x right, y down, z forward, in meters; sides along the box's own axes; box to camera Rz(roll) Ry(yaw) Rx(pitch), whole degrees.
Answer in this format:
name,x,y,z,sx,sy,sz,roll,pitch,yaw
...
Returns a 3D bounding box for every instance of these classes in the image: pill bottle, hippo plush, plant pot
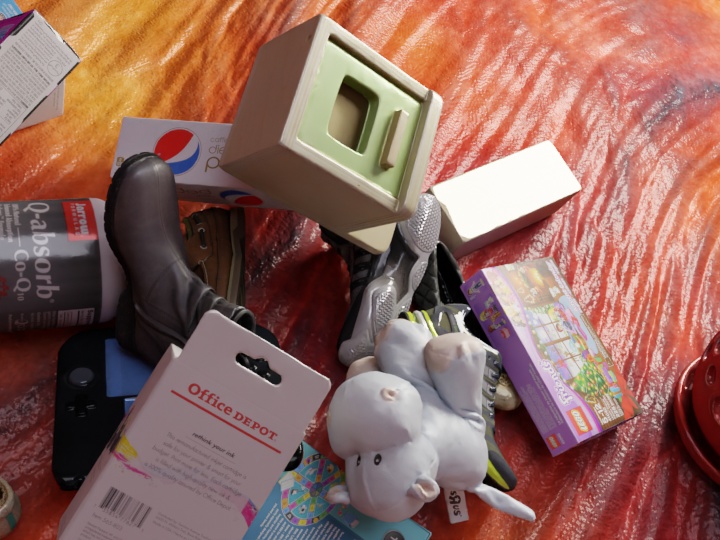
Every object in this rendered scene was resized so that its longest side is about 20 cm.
name,x,y,z,sx,sy,sz,roll,pitch,yaw
pill bottle,-0.277,-0.006,0.791,0.199,0.116,0.116,-5,60,-24
hippo plush,0.025,0.151,0.759,0.161,0.159,0.201,-17,93,-53
plant pot,0.446,0.136,0.934,0.200,0.183,0.201,10,55,-15

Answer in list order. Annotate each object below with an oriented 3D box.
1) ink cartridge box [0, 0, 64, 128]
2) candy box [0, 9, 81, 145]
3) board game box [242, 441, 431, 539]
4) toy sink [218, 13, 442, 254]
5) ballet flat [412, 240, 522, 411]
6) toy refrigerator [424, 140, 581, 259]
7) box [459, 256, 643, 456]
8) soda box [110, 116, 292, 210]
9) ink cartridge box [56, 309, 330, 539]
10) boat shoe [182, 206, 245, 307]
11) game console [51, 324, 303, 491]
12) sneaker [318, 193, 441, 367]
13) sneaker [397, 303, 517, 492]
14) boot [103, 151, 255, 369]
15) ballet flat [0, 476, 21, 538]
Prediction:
name,x,y,z,sx,sy,sz,roll,pitch,yaw
ink cartridge box,-0.414,-0.186,0.877,0.200,0.068,0.115,-27,72,-34
candy box,-0.349,-0.131,0.762,0.200,0.136,0.061,-54,125,-20
board game box,-0.060,0.234,0.759,0.200,0.047,0.151,36,52,4
toy sink,-0.004,-0.115,0.805,0.200,0.112,0.131,29,67,-33
ballet flat,0.109,0.059,0.933,0.066,0.057,0.200,-18,66,-33
toy refrigerator,0.159,-0.080,1.040,0.200,0.070,0.076,-25,76,-31
box,0.204,0.084,0.934,0.137,0.039,0.200,-10,66,-45
soda box,-0.142,-0.107,0.886,0.199,0.064,0.068,6,77,11
ink cartridge box,-0.123,0.137,0.662,0.115,0.068,0.200,33,86,-15
boat shoe,-0.144,0.005,0.843,0.068,0.072,0.200,0,29,-7
game console,-0.160,0.110,0.765,0.199,0.031,0.177,-2,34,-15
sneaker,0.000,0.000,0.924,0.114,0.076,0.200,19,73,26
sneaker,0.110,0.119,0.865,0.081,0.074,0.201,-22,78,-10
boot,-0.138,0.011,0.718,0.131,0.201,0.070,26,41,30
ballet flat,-0.354,0.142,0.697,0.200,0.062,0.068,30,52,0
